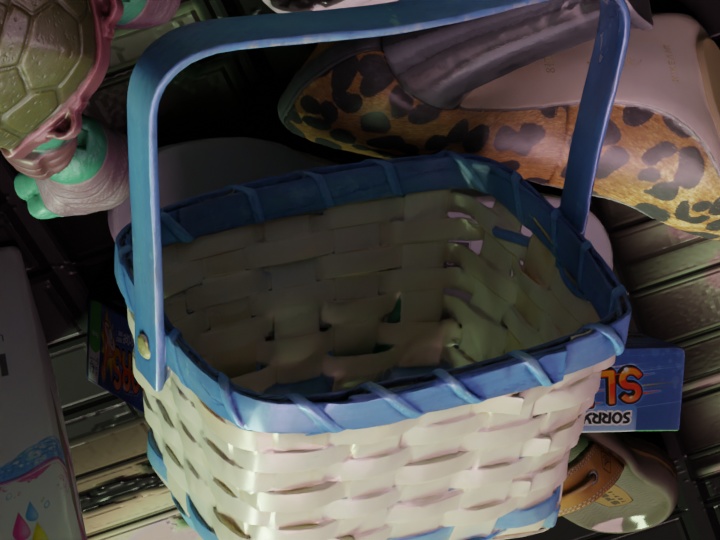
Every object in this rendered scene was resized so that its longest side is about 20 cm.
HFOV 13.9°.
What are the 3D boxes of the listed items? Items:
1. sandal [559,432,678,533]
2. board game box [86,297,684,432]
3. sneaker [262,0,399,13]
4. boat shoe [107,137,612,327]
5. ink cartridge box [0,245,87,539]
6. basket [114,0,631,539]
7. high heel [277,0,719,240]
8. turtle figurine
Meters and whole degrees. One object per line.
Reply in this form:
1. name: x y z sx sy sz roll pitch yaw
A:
1. sandal: 0.075 0.092 1.296 0.082 0.055 0.200 -14 153 29
2. board game box: 0.007 0.036 1.148 0.200 0.035 0.135 0 -172 -20
3. sneaker: 0.057 -0.142 0.970 0.200 0.074 0.080 -27 159 25
4. boat shoe: -0.003 -0.010 1.128 0.200 0.069 0.057 8 -178 -18
5. ink cartridge box: -0.177 0.102 1.102 0.144 0.200 0.085 -13 142 -3
6. basket: 0.000 0.000 0.979 0.176 0.139 0.200 -9 128 -26
7. high heel: 0.065 -0.049 1.106 0.142 0.071 0.200 -17 148 20
8. turtle figurine: -0.121 -0.074 0.903 0.150 0.101 0.200 -60 159 5
